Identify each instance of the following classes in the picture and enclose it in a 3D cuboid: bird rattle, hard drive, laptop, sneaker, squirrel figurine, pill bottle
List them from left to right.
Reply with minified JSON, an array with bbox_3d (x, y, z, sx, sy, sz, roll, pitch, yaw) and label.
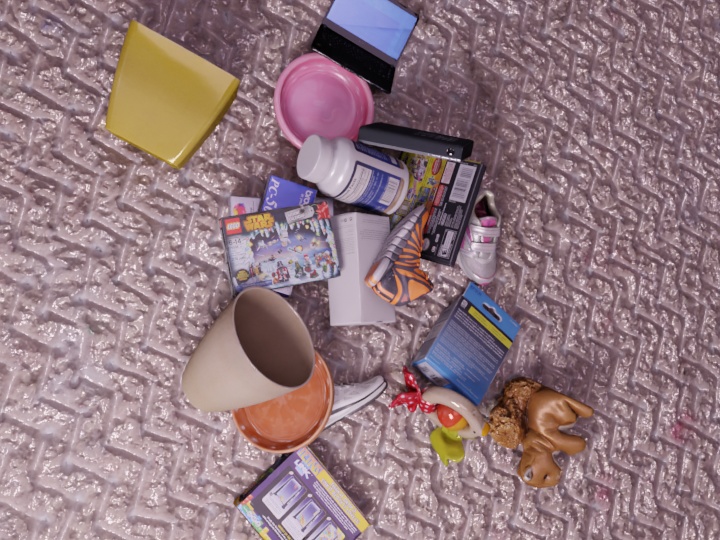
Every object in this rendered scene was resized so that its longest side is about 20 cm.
[{"bbox_3d":[-0.050,0.217,1.482,0.198,0.076,0.117,-26,86,-22],"label":"sneaker"},{"bbox_3d":[-0.015,-0.181,1.489,0.198,0.110,0.113,17,79,-34],"label":"pill bottle"},{"bbox_3d":[0.014,-0.464,1.558,0.175,0.104,0.201,27,35,-11],"label":"laptop"},{"bbox_3d":[0.094,-0.017,1.466,0.112,0.077,0.201,38,65,-11],"label":"sneaker"},{"bbox_3d":[0.106,-0.244,1.504,0.197,0.139,0.033,14,107,13],"label":"hard drive"},{"bbox_3d":[0.159,0.258,1.503,0.113,0.162,0.201,-45,107,-34],"label":"bird rattle"},{"bbox_3d":[0.237,-0.073,1.591,0.080,0.088,0.204,-7,86,-17],"label":"sneaker"},{"bbox_3d":[0.339,0.319,1.572,0.197,0.142,0.189,24,88,2],"label":"squirrel figurine"}]

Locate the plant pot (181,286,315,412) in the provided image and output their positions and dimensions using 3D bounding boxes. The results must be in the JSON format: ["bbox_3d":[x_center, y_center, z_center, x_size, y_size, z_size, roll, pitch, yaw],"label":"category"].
[{"bbox_3d":[-0.211,0.158,1.371,0.187,0.199,0.189,38,34,-31],"label":"plant pot"}]

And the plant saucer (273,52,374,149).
[{"bbox_3d":[-0.073,-0.316,1.547,0.197,0.051,0.205,2,83,-17],"label":"plant saucer"}]

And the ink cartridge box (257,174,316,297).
[{"bbox_3d":[-0.150,-0.061,1.457,0.093,0.044,0.203,17,79,-16],"label":"ink cartridge box"}]

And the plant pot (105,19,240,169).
[{"bbox_3d":[-0.340,-0.288,1.400,0.198,0.200,0.179,27,88,-12],"label":"plant pot"}]

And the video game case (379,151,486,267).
[{"bbox_3d":[0.128,-0.124,1.528,0.179,0.025,0.203,16,85,31],"label":"video game case"}]

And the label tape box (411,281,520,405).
[{"bbox_3d":[0.209,0.146,1.567,0.143,0.066,0.201,40,59,-9],"label":"label tape box"}]

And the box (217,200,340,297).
[{"bbox_3d":[-0.142,-0.039,1.413,0.197,0.040,0.139,-11,88,-19],"label":"box"}]

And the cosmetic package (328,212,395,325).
[{"bbox_3d":[0.000,0.000,1.496,0.107,0.084,0.204,5,81,-50],"label":"cosmetic package"}]

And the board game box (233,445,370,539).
[{"bbox_3d":[-0.106,0.440,1.450,0.165,0.057,0.201,-40,95,-19],"label":"board game box"}]

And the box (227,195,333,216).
[{"bbox_3d":[-0.147,-0.059,1.502,0.196,0.041,0.159,-1,84,-17],"label":"box"}]

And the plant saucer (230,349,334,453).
[{"bbox_3d":[-0.139,0.223,1.434,0.197,0.032,0.204,-4,75,16],"label":"plant saucer"}]
